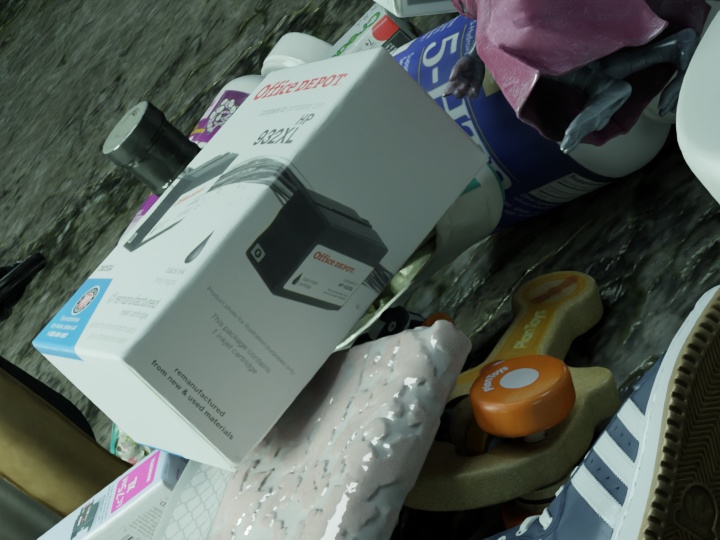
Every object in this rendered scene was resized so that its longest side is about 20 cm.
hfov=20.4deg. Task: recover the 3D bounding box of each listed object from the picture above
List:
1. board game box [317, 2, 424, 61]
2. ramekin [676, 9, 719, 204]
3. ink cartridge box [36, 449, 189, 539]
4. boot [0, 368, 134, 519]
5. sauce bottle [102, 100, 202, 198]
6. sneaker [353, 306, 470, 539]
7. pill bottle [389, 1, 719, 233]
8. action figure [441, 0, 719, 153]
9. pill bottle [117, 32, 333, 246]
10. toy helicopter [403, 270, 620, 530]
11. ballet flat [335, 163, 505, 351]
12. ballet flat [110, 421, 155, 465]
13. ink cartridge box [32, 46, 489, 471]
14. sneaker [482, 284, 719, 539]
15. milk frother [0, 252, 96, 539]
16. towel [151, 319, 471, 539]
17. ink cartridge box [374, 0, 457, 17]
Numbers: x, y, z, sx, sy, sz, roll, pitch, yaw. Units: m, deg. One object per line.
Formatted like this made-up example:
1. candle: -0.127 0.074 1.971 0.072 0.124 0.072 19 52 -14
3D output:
1. board game box: -0.011 -0.055 1.239 0.200 0.126 0.035 -43 22 16
2. ramekin: 0.231 -0.083 0.863 0.200 0.098 0.201 -41 23 21
3. ink cartridge box: -0.125 0.181 1.087 0.200 0.119 0.042 -39 27 27
4. boot: -0.163 0.117 1.152 0.175 0.200 0.066 -10 44 58
5. sauce bottle: -0.065 -0.024 1.195 0.066 0.200 0.066 -39 23 20
6. sneaker: 0.010 0.093 1.019 0.108 0.070 0.200 -44 20 20
7. pill bottle: 0.101 -0.098 1.098 0.199 0.120 0.120 -25 33 40
8. action figure: 0.069 -0.149 0.970 0.149 0.134 0.200 -48 64 13
9. pill bottle: -0.073 -0.063 1.391 0.201 0.112 0.112 -58 23 -18
10. toy helicopter: 0.065 0.056 0.969 0.132 0.079 0.200 -6 25 26
11. ballet flat: 0.000 0.000 1.102 0.200 0.069 0.070 -41 22 44
12. ballet flat: -0.132 0.087 1.347 0.064 0.076 0.200 -15 32 2
13. ink cartridge box: -0.052 -0.008 0.995 0.200 0.084 0.145 -50 19 -16
14. sneaker: 0.109 0.095 0.845 0.108 0.070 0.201 -17 41 50
15. milk frother: -0.222 0.110 1.279 0.200 0.188 0.181 -29 30 48
16. towel: -0.045 0.122 0.921 0.191 0.032 0.201 -17 42 54
17. ink cartridge box: 0.093 -0.200 1.226 0.199 0.044 0.174 -8 18 -12
